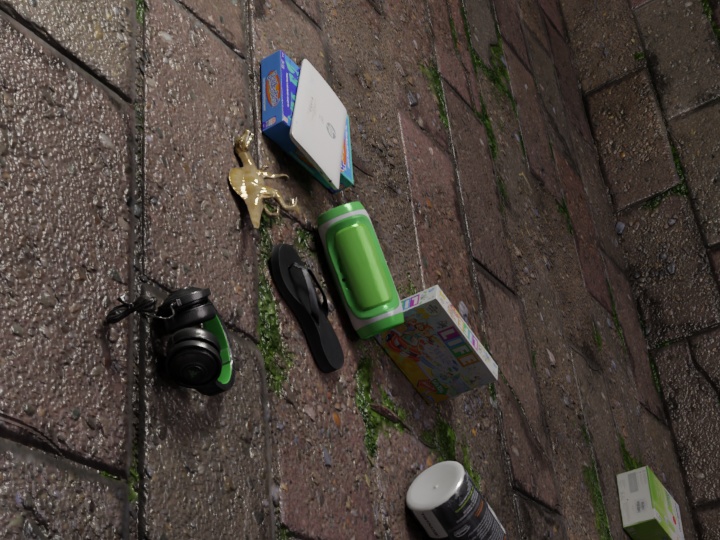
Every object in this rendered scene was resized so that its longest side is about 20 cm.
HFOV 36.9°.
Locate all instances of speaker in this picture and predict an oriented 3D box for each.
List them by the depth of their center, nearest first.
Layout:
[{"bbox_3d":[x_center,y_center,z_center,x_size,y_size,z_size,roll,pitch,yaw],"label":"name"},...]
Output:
[{"bbox_3d":[0.000,0.000,1.681,0.088,0.088,0.203,-8,77,-64],"label":"speaker"}]

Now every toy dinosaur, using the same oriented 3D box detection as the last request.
[{"bbox_3d":[-0.146,-0.107,1.545,0.100,0.058,0.202,23,40,-36],"label":"toy dinosaur"}]

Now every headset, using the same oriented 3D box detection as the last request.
[{"bbox_3d":[-0.211,0.076,1.255,0.200,0.093,0.125,53,20,-60],"label":"headset"}]

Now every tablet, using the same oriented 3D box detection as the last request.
[{"bbox_3d":[-0.064,-0.237,1.736,0.130,0.014,0.202,48,33,-36],"label":"tablet"}]

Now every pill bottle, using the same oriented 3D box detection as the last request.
[{"bbox_3d":[0.160,0.398,1.649,0.201,0.105,0.107,57,27,-20],"label":"pill bottle"}]

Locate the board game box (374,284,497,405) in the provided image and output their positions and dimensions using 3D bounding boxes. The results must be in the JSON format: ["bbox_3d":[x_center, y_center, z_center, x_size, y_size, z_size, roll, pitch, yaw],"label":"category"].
[{"bbox_3d":[0.119,0.125,1.760,0.201,0.133,0.034,51,29,-29],"label":"board game box"}]

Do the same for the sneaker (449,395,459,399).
[{"bbox_3d":[0.119,0.117,1.853,0.113,0.072,0.201,-84,150,-51],"label":"sneaker"}]

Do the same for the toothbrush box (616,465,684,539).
[{"bbox_3d":[0.692,0.584,2.566,0.200,0.085,0.147,50,31,-35],"label":"toothbrush box"}]

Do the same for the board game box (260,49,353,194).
[{"bbox_3d":[-0.086,-0.240,1.763,0.200,0.045,0.154,38,38,-47],"label":"board game box"}]

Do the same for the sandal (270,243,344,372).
[{"bbox_3d":[-0.067,0.048,1.563,0.202,0.042,0.076,63,25,-8],"label":"sandal"}]
